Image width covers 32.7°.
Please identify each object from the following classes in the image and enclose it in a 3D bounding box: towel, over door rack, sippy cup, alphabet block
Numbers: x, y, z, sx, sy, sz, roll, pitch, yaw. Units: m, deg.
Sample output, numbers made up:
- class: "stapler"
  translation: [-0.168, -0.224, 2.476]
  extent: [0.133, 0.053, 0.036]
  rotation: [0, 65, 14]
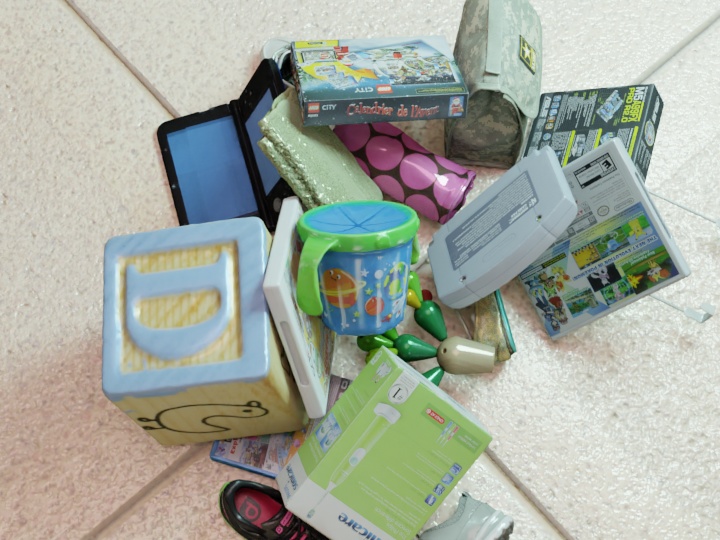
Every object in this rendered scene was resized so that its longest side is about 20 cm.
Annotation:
- class: "towel"
  translation: [-0.047, -0.125, 1.497]
  extent: [0.036, 0.148, 0.200]
  rotation: [-28, 109, 27]
- class: "over door rack"
  translation: [0.364, -0.027, 1.546]
  extent: [0.200, 0.067, 0.148]
  rotation: [21, 69, 11]
- class: "sippy cup"
  translation: [0.000, 0.000, 1.401]
  extent: [0.177, 0.140, 0.131]
  rotation: [-9, 111, -16]
- class: "alphabet block"
  translation: [-0.175, 0.075, 1.418]
  extent: [0.195, 0.200, 0.197]
  rotation: [-7, 66, 9]

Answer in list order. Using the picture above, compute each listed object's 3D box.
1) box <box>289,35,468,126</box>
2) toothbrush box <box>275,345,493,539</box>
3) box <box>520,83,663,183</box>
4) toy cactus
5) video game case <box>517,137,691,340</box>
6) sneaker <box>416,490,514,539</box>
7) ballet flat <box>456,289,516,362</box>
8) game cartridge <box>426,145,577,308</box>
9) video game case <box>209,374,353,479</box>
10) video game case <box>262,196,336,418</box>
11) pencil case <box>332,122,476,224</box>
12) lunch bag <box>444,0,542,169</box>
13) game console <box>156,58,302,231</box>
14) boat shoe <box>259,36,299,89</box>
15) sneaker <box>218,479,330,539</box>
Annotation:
- class: "box"
  translation: [0.020, -0.234, 1.505]
  extent: [0.199, 0.038, 0.137]
  rotation: [-4, 42, -8]
- class: "toothbrush box"
  translation: [0.025, 0.211, 1.377]
  extent: [0.146, 0.086, 0.200]
  rotation: [37, 92, -17]
- class: "box"
  translation: [0.285, -0.141, 1.558]
  extent: [0.160, 0.044, 0.200]
  rotation: [0, 58, 34]
- class: "toy cactus"
  translation: [0.076, 0.104, 1.469]
  extent: [0.165, 0.102, 0.200]
  rotation: [7, 61, 3]
- class: "video game case"
  translation: [0.270, -0.034, 1.480]
  extent: [0.022, 0.200, 0.183]
  rotation: [-21, 83, -54]
- class: "sneaker"
  translation: [0.085, 0.339, 1.406]
  extent: [0.082, 0.075, 0.200]
  rotation: [36, 65, 28]
- class: "ballet flat"
  translation: [0.146, 0.020, 1.533]
  extent: [0.070, 0.071, 0.200]
  rotation: [-7, 68, -3]
- class: "game cartridge"
  translation: [0.166, -0.046, 1.461]
  extent: [0.200, 0.041, 0.133]
  rotation: [-40, 30, 23]
- class: "video game case"
  translation: [-0.065, 0.189, 1.486]
  extent: [0.200, 0.018, 0.143]
  rotation: [16, 69, 6]
- class: "video game case"
  translation: [-0.065, 0.039, 1.417]
  extent: [0.023, 0.182, 0.200]
  rotation: [-11, 30, 10]
- class: "pencil case"
  translation: [0.054, -0.141, 1.588]
  extent: [0.200, 0.094, 0.091]
  rotation: [34, 114, 12]
- class: "lunch bag"
  translation: [0.171, -0.249, 1.567]
  extent: [0.117, 0.200, 0.164]
  rotation: [6, 67, 2]
- class: "game console"
  translation: [-0.165, -0.148, 1.576]
  extent: [0.118, 0.171, 0.200]
  rotation: [-5, 65, -31]
- class: "boat shoe"
  translation: [-0.082, -0.267, 1.607]
  extent: [0.074, 0.067, 0.200]
  rotation: [-42, 47, -3]
- class: "sneaker"
  translation: [-0.081, 0.304, 1.403]
  extent: [0.200, 0.084, 0.077]
  rotation: [27, 71, 11]
